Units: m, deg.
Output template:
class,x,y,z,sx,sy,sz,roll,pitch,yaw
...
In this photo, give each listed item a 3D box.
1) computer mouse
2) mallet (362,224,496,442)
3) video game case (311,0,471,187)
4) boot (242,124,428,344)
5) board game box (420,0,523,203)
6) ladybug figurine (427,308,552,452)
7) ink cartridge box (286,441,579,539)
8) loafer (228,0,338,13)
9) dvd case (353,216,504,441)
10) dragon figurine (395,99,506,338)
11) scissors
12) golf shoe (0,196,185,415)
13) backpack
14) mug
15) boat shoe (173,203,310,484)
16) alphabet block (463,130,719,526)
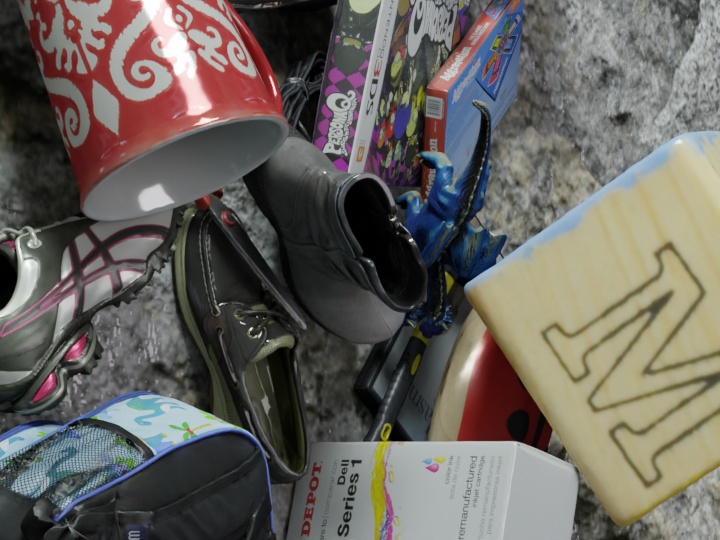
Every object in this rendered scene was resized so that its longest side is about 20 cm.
class,x,y,z,sx,sy,sz,roll,pitch,yaw
computer mouse,-0.032,-0.057,1.400,0.141,0.046,0.201,-66,142,-57
mallet,0.041,0.042,1.457,0.066,0.041,0.201,53,54,-35
video game case,0.027,-0.152,1.397,0.200,0.036,0.183,-3,106,-70
boot,0.000,0.000,1.272,0.070,0.131,0.200,-44,131,-11
board game box,0.089,-0.139,1.505,0.200,0.019,0.104,-55,154,-52
ladybug figurine,0.106,0.111,1.481,0.136,0.071,0.201,52,52,-58
ink cartridge box,0.042,0.198,1.346,0.084,0.199,0.146,26,68,-44
loafer,-0.064,-0.214,1.339,0.199,0.072,0.073,-16,100,-50
dvd case,0.072,0.061,1.533,0.143,0.017,0.201,54,50,-35
dragon figurine,0.066,-0.030,1.381,0.058,0.200,0.100,9,54,-23
scissors,-0.101,-0.041,1.283,0.073,0.014,0.201,-25,88,-56
golf shoe,-0.178,-0.006,1.187,0.088,0.077,0.201,50,51,-28
backpack,-0.152,0.166,1.137,0.200,0.146,0.184,-27,125,-47
mug,-0.139,-0.145,1.181,0.178,0.133,0.201,53,14,-79
boat shoe,-0.072,0.050,1.316,0.072,0.066,0.202,-18,100,-46
alphabet block,0.224,0.035,1.378,0.201,0.196,0.195,57,20,8
